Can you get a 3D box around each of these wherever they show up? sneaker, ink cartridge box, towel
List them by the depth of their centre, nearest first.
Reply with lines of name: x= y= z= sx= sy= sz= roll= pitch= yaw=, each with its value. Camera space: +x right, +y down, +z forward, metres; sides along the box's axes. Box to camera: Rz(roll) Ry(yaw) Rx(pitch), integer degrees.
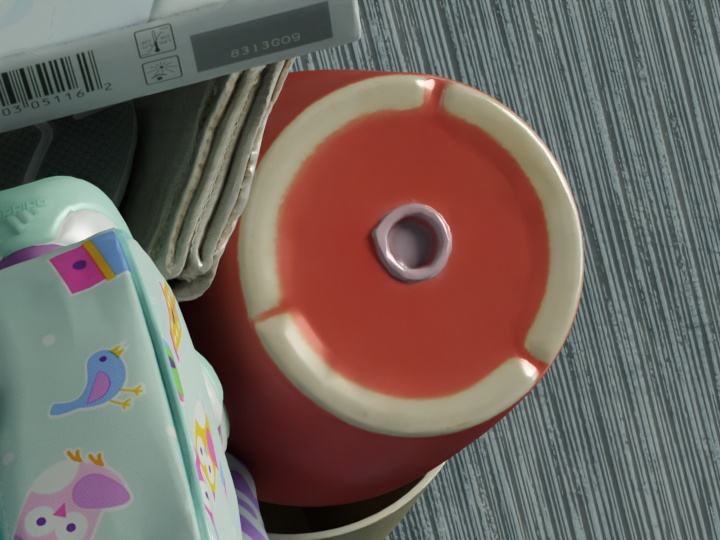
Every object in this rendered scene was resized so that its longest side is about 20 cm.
sneaker: x=-0.088 y=0.076 z=0.917 sx=0.200 sy=0.077 sz=0.141 roll=63 pitch=10 yaw=-53
ink cartridge box: x=-0.100 y=-0.152 z=0.941 sx=0.047 sy=0.159 sz=0.201 roll=80 pitch=-6 yaw=-59
towel: x=-0.074 y=-0.055 z=1.032 sx=0.133 sy=0.034 sz=0.200 roll=-69 pitch=-161 yaw=-3
sneaker: x=-0.128 y=-0.059 z=1.050 sx=0.201 sy=0.070 sz=0.081 roll=-104 pitch=-169 yaw=-47

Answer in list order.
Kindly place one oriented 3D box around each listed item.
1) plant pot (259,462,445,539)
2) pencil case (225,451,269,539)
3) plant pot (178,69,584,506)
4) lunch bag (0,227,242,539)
plant pot: x=-0.056 y=0.093 z=1.279 sx=0.200 sy=0.186 sz=0.188 roll=107 pitch=-28 yaw=-56
pencil case: x=-0.068 y=0.154 z=1.024 sx=0.086 sy=0.084 sz=0.201 roll=-56 pitch=-152 yaw=26
plant pot: x=0.000 y=0.000 z=1.083 sx=0.177 sy=0.199 sz=0.202 roll=159 pitch=-84 yaw=-75
lunch bag: x=-0.069 y=0.099 z=0.743 sx=0.201 sy=0.077 sz=0.161 roll=78 pitch=-1 yaw=-49
